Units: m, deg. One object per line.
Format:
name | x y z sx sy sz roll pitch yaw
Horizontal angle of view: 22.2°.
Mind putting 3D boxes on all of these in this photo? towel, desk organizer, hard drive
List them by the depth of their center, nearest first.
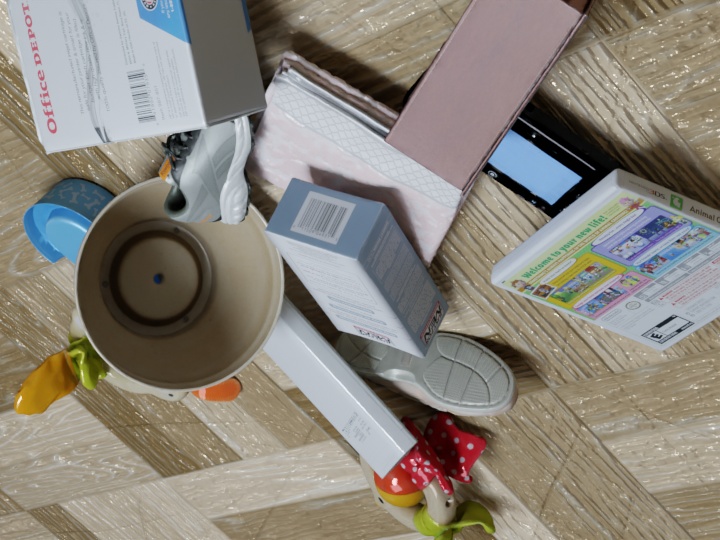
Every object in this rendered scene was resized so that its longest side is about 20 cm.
desk organizer | 0.100 -0.159 1.390 0.077 0.072 0.200 32 132 -2
towel | -0.004 -0.090 1.605 0.199 0.032 0.191 30 154 1
hard drive | -0.029 0.116 1.830 0.200 0.026 0.132 48 162 6

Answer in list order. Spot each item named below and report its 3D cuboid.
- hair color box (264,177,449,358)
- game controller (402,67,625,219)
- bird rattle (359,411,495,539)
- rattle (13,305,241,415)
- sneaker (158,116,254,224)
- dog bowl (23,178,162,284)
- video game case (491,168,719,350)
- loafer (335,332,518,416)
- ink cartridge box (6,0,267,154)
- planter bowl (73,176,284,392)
hair color box | 0.000 0.000 1.661 0.098 0.061 0.200 18 160 28
game controller | 0.128 -0.101 1.509 0.199 0.042 0.104 34 145 -6
bird rattle | 0.056 0.226 1.934 0.162 0.113 0.201 21 145 40
rattle | -0.249 0.126 1.989 0.199 0.143 0.131 31 128 8
sneaker | -0.138 -0.113 1.620 0.079 0.074 0.201 -9 137 -15
dog bowl | -0.251 -0.017 1.879 0.200 0.050 0.111 41 144 -18
video game case | 0.234 -0.005 1.533 0.181 0.022 0.200 21 149 -18
loafer | 0.071 0.100 1.796 0.199 0.072 0.063 15 161 30
ink cartridge box | -0.188 -0.186 1.536 0.199 0.083 0.146 -5 102 39
planter bowl | -0.185 0.009 1.765 0.200 0.201 0.135 39 171 -15
